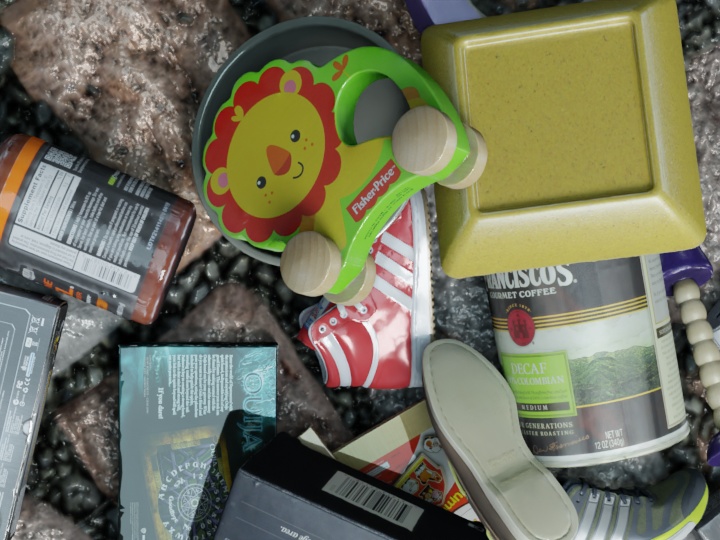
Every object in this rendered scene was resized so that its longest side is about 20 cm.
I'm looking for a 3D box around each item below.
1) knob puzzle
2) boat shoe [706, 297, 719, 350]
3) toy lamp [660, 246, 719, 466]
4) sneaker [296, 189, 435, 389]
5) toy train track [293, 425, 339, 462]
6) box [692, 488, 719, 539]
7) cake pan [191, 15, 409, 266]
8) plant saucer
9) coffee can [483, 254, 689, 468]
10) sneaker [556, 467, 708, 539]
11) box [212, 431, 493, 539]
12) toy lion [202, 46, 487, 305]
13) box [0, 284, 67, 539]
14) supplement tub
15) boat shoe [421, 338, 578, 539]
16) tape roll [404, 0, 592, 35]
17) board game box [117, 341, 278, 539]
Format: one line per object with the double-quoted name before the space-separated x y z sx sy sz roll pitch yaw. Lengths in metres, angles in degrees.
"knob puzzle" 0.044 0.225 1.180 0.216 0.030 0.224 0 92 -10
"boat shoe" 0.376 0.000 1.187 0.071 0.072 0.200 39 100 -13
"toy lamp" 0.277 0.056 1.146 0.057 0.058 0.203 -9 64 -4
"sneaker" 0.000 0.000 1.146 0.111 0.071 0.203 -5 96 -8
"toy train track" 0.013 0.211 1.146 0.114 0.033 0.201 -39 92 1
"box" 0.402 0.219 1.204 0.199 0.048 0.159 -36 96 -3
"cake pan" -0.038 -0.100 1.119 0.197 0.037 0.204 -3 81 17
"plant saucer" 0.145 -0.108 1.035 0.197 0.048 0.203 -7 77 11
"coffee can" 0.177 0.040 1.126 0.144 0.146 0.203 -11 94 -4
"sneaker" 0.200 0.203 1.164 0.198 0.074 0.082 -21 96 -15
"box" -0.023 0.264 1.074 0.194 0.117 0.203 22 102 10
"toy lion" -0.028 -0.088 1.049 0.200 0.068 0.193 -45 61 20
"box" -0.335 0.105 1.125 0.156 0.048 0.203 13 91 -4
"supplement tub" -0.236 -0.040 1.106 0.198 0.107 0.108 22 91 -5
"boat shoe" 0.099 0.143 1.086 0.071 0.060 0.201 -16 54 -23
"tape roll" 0.133 -0.254 1.138 0.197 0.085 0.204 0 93 -6
"board game box" -0.134 0.161 1.163 0.133 0.028 0.204 1 93 -7
